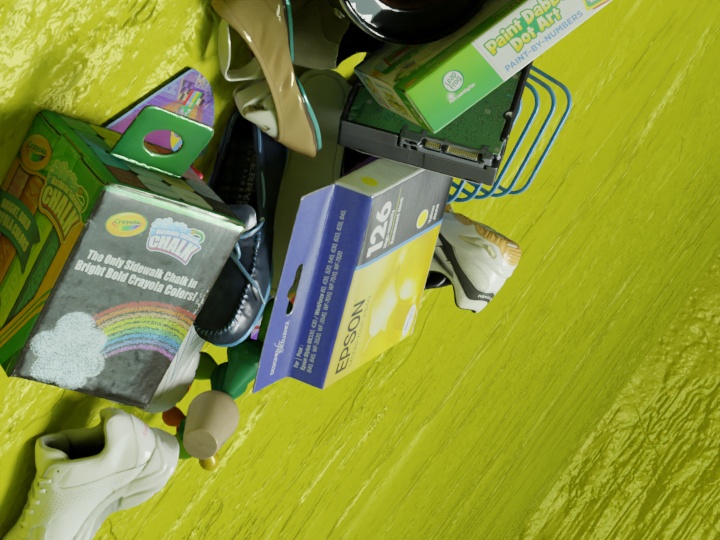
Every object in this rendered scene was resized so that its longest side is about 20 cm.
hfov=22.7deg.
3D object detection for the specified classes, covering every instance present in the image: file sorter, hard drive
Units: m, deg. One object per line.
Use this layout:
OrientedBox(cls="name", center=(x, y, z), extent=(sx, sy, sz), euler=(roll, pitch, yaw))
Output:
OrientedBox(cls="file sorter", center=(0.104, -0.147, 1.764), extent=(0.139, 0.123, 0.200), euler=(-62, 160, 18))
OrientedBox(cls="hard drive", center=(0.073, -0.169, 1.540), extent=(0.038, 0.140, 0.200), euler=(97, 9, -52))

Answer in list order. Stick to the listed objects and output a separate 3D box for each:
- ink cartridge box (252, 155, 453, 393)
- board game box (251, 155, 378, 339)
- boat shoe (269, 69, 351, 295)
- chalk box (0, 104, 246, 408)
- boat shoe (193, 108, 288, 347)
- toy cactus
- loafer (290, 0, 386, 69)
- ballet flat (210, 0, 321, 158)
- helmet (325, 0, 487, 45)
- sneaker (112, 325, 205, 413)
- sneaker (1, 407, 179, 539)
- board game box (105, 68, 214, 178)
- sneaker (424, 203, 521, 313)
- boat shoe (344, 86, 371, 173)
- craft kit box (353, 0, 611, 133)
OrientedBox(cls="ink cartridge box", center=(0.000, 0.000, 1.531), extent=(0.200, 0.047, 0.198), euler=(-33, 145, -52))
OrientedBox(cls="board game box", center=(-0.043, -0.014, 1.648), extent=(0.200, 0.045, 0.134), euler=(-34, 158, -2))
OrientedBox(cls="boat shoe", center=(-0.050, -0.075, 1.555), extent=(0.062, 0.075, 0.200), euler=(36, 62, -85))
OrientedBox(cls="chalk box", center=(-0.175, -0.027, 1.253), extent=(0.125, 0.124, 0.200), euler=(18, 107, -41))
OrientedBox(cls="boat shoe", center=(-0.112, -0.039, 1.461), extent=(0.069, 0.084, 0.200), euler=(49, 41, -62))
OrientedBox(cls="toy cactus", center=(-0.117, 0.117, 1.586), extent=(0.200, 0.102, 0.165), euler=(-42, -167, 26))
OrientedBox(cls="loafer", center=(0.005, -0.219, 1.501), extent=(0.200, 0.067, 0.076), euler=(-41, 156, -34))
OrientedBox(cls="ballet flat", center=(-0.078, -0.156, 1.414), extent=(0.063, 0.069, 0.200), euler=(-24, 140, -9))
OrientedBox(cls="helmet", center=(0.034, -0.272, 1.302), extent=(0.200, 0.200, 0.191), euler=(-45, -172, -27))
OrientedBox(cls="sneaker", center=(-0.158, 0.039, 1.529), extent=(0.087, 0.074, 0.200), euler=(3, 118, -61))
OrientedBox(cls="sneaker", center=(-0.257, 0.185, 1.542), extent=(0.200, 0.078, 0.099), euler=(-42, 119, 7))
OrientedBox(cls="board game box", center=(-0.167, -0.059, 1.393), extent=(0.200, 0.039, 0.158), euler=(-40, 155, -37))
OrientedBox(cls="sneaker", center=(0.061, -0.030, 1.744), extent=(0.076, 0.200, 0.088), euler=(19, 102, -49))
OrientedBox(cls="boat shoe", center=(0.020, -0.143, 1.649), extent=(0.072, 0.072, 0.200), euler=(-4, 122, -57))
OrientedBox(cls="craft kit box", center=(0.102, -0.192, 1.392), extent=(0.200, 0.049, 0.198), euler=(-37, -167, -2))
